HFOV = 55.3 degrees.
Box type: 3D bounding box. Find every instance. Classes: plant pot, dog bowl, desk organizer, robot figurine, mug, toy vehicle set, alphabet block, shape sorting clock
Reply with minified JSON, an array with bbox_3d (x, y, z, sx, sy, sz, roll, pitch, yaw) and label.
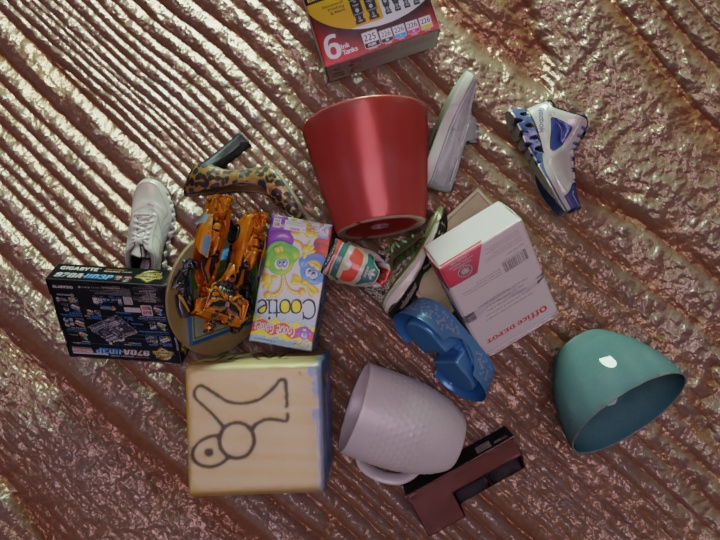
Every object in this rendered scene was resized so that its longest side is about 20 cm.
[{"bbox_3d":[0.382,0.172,1.079,0.199,0.200,0.135,-29,53,0],"label":"plant pot"},{"bbox_3d":[0.139,0.124,1.101,0.200,0.111,0.050,49,64,-13],"label":"dog bowl"},{"bbox_3d":[0.175,0.343,1.121,0.199,0.072,0.077,-29,90,0],"label":"desk organizer"},{"bbox_3d":[-0.203,-0.004,1.026,0.144,0.058,0.202,22,69,-42],"label":"robot figurine"},{"bbox_3d":[0.019,-0.151,1.071,0.199,0.200,0.179,-9,82,1],"label":"plant pot"},{"bbox_3d":[0.062,0.266,1.102,0.174,0.148,0.201,20,119,-5],"label":"mug"},{"bbox_3d":[0.166,-0.025,1.155,0.200,0.027,0.124,-43,88,0],"label":"toy vehicle set"},{"bbox_3d":[-0.149,0.229,1.069,0.198,0.196,0.197,-1,87,1],"label":"alphabet block"},{"bbox_3d":[-0.226,0.034,1.094,0.039,0.199,0.201,16,88,37],"label":"shape sorting clock"}]

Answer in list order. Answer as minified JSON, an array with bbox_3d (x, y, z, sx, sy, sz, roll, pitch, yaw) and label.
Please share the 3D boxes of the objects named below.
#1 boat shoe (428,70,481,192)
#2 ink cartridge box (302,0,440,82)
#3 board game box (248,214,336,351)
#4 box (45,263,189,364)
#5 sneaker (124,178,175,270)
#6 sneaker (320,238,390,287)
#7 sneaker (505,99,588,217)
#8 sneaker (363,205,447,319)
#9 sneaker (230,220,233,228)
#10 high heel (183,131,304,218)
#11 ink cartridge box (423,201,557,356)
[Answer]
[{"bbox_3d":[0.160,-0.227,1.147,0.071,0.070,0.202,21,93,-9],"label":"boat shoe"},{"bbox_3d":[0.010,-0.437,1.143,0.199,0.084,0.177,-19,87,1],"label":"ink cartridge box"},{"bbox_3d":[-0.107,0.021,1.120,0.102,0.105,0.202,9,87,2],"label":"board game box"},{"bbox_3d":[-0.387,0.071,1.105,0.198,0.046,0.160,3,124,6],"label":"box"},{"bbox_3d":[-0.354,-0.055,1.141,0.074,0.081,0.202,0,87,3],"label":"sneaker"},{"bbox_3d":[0.000,0.000,1.069,0.093,0.200,0.071,26,91,6],"label":"sneaker"},{"bbox_3d":[0.332,-0.199,1.130,0.115,0.081,0.201,-26,86,2],"label":"sneaker"},{"bbox_3d":[0.071,-0.027,1.114,0.088,0.077,0.201,30,84,20],"label":"sneaker"},{"bbox_3d":[-0.266,-0.001,1.140,0.079,0.074,0.201,18,88,4],"label":"sneaker"},{"bbox_3d":[-0.194,-0.120,1.138,0.142,0.071,0.200,-42,71,-7],"label":"high heel"},{"bbox_3d":[0.207,0.017,1.079,0.145,0.085,0.201,-30,121,0],"label":"ink cartridge box"}]
